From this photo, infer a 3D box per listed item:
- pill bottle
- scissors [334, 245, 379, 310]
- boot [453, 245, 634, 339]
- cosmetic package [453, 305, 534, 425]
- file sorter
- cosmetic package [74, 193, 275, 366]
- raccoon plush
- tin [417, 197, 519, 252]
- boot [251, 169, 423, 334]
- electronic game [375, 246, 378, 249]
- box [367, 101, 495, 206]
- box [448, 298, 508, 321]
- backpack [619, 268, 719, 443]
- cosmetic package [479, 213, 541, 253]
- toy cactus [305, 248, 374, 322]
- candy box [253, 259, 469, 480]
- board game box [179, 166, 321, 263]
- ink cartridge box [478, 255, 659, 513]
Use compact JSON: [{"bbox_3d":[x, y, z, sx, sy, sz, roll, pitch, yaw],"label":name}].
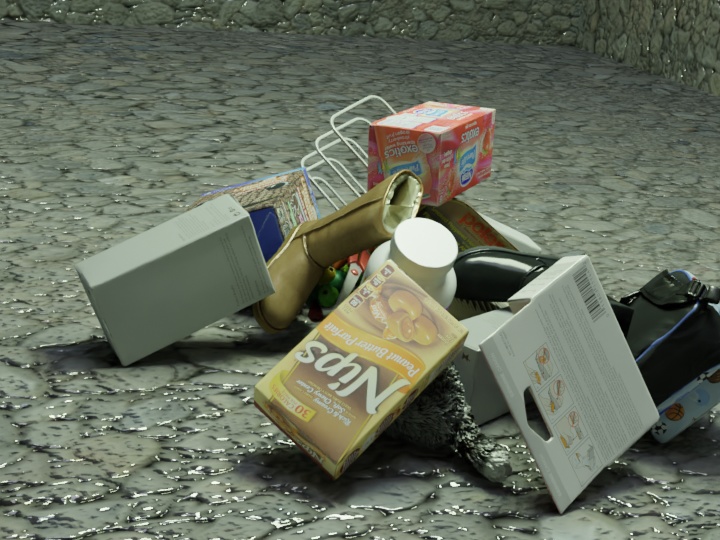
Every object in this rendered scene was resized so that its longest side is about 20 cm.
[{"bbox_3d":[0.046,0.036,1.421,0.103,0.201,0.105,10,47,-10],"label":"pill bottle"},{"bbox_3d":[0.000,0.000,1.570,0.073,0.014,0.201,23,31,-17],"label":"scissors"},{"bbox_3d":[0.195,0.032,1.428,0.163,0.066,0.200,-4,20,-12],"label":"boot"},{"bbox_3d":[0.160,0.105,1.458,0.074,0.103,0.199,23,22,37],"label":"cosmetic package"},{"bbox_3d":[-0.016,-0.128,1.794,0.125,0.200,0.139,47,43,8],"label":"file sorter"},{"bbox_3d":[-0.210,0.009,1.439,0.199,0.114,0.081,-24,30,-14],"label":"cosmetic package"},{"bbox_3d":[0.049,0.153,1.302,0.133,0.098,0.200,-13,29,-31],"label":"raccoon plush"},{"bbox_3d":[0.139,-0.014,1.638,0.200,0.112,0.042,42,9,-13],"label":"tin"},{"bbox_3d":[-0.031,-0.023,1.475,0.066,0.176,0.199,39,-38,-25],"label":"boot"},{"bbox_3d":[0.101,-0.023,1.875,0.198,0.042,0.200,8,19,-3],"label":"electronic game"},{"bbox_3d":[0.093,-0.154,1.630,0.102,0.096,0.200,10,19,23],"label":"box"},{"bbox_3d":[0.115,0.032,1.566,0.199,0.069,0.082,27,23,-22],"label":"box"},{"bbox_3d":[0.351,0.089,1.457,0.154,0.200,0.191,48,19,-14],"label":"backpack"},{"bbox_3d":[0.134,-0.034,1.724,0.199,0.102,0.074,26,11,-16],"label":"cosmetic package"},{"bbox_3d":[-0.050,0.027,1.633,0.163,0.103,0.200,-7,19,12],"label":"toy cactus"},{"bbox_3d":[0.001,0.098,1.269,0.115,0.055,0.200,41,66,15],"label":"candy box"},{"bbox_3d":[-0.150,-0.050,1.674,0.158,0.098,0.200,-14,15,13],"label":"board game box"},{"bbox_3d":[0.205,0.114,1.285,0.176,0.201,0.045,-34,15,-31],"label":"ink cartridge box"}]
